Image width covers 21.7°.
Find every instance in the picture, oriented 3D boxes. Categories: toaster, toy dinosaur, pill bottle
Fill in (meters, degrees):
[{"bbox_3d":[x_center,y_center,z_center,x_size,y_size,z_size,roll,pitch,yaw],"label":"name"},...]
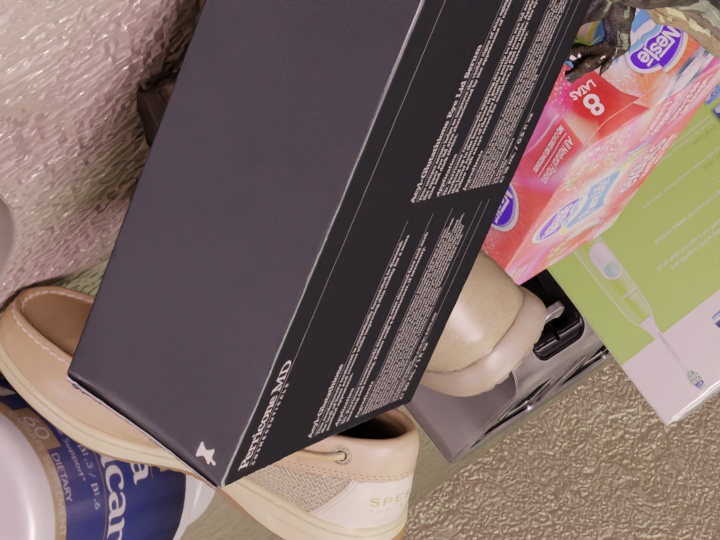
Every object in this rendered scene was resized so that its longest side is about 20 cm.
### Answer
[{"bbox_3d":[0.111,0.032,1.350,0.180,0.119,0.200,-29,166,-31],"label":"toaster"},{"bbox_3d":[0.106,-0.112,0.742,0.088,0.048,0.200,-32,141,17],"label":"toy dinosaur"},{"bbox_3d":[-0.145,0.102,0.884,0.111,0.111,0.200,-40,169,19],"label":"pill bottle"}]

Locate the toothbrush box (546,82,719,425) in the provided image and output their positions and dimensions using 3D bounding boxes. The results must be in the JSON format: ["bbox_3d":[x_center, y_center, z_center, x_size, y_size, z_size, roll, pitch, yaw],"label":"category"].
[{"bbox_3d":[0.173,-0.036,1.062,0.145,0.200,0.086,-39,168,11],"label":"toothbrush box"}]

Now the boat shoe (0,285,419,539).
[{"bbox_3d":[-0.064,0.046,0.768,0.072,0.199,0.065,-35,145,-50],"label":"boat shoe"}]

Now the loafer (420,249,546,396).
[{"bbox_3d":[0.000,0.000,0.822,0.076,0.068,0.199,-48,-149,-23],"label":"loafer"}]

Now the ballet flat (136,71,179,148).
[{"bbox_3d":[-0.056,-0.028,0.763,0.046,0.068,0.200,-25,160,-10],"label":"ballet flat"}]

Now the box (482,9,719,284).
[{"bbox_3d":[0.087,-0.076,0.894,0.094,0.103,0.200,-33,169,-19],"label":"box"}]

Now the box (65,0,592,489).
[{"bbox_3d":[-0.006,-0.040,0.658,0.141,0.079,0.201,-20,137,-61],"label":"box"}]

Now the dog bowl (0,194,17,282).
[{"bbox_3d":[-0.196,0.016,0.529,0.200,0.059,0.200,-36,168,-9],"label":"dog bowl"}]
